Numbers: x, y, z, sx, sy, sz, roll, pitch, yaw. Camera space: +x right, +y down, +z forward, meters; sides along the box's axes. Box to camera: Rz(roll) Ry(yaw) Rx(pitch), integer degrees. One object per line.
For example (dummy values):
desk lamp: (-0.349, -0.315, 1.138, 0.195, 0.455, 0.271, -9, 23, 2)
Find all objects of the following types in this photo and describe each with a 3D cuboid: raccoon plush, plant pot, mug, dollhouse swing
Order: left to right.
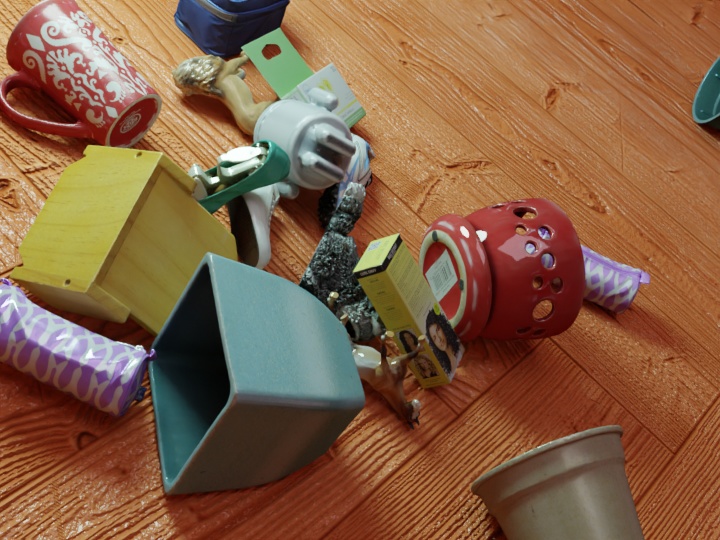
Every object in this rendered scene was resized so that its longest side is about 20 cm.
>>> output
mug: (-0.402, -0.259, 1.435, 0.200, 0.178, 0.133, 42, 8, 9)
dollhouse swing: (-0.286, -0.019, 1.260, 0.179, 0.176, 0.202, 9, 62, 29)
plant pot: (-0.111, 0.128, 1.155, 0.197, 0.197, 0.198, 10, 44, -32)
raccoon plush: (0.000, 0.000, 1.345, 0.133, 0.202, 0.097, 27, 10, -2)
plant pot: (0.192, 0.007, 1.421, 0.180, 0.202, 0.202, -10, 54, -25)
plant pot: (0.253, 0.310, 1.185, 0.198, 0.201, 0.186, -5, 64, -31)
plant pot: (0.844, -0.354, 2.123, 0.194, 0.201, 0.202, 28, 42, -13)

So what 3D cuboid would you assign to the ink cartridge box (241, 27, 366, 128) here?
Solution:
ink cartridge box: (-0.086, -0.302, 1.604, 0.201, 0.048, 0.146, 55, 32, -8)

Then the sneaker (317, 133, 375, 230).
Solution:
sneaker: (-0.017, -0.133, 1.535, 0.072, 0.072, 0.202, 27, 45, -14)

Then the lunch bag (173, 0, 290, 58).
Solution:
lunch bag: (-0.206, -0.467, 1.704, 0.136, 0.133, 0.199, 42, 45, 14)

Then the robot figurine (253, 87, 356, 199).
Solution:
robot figurine: (-0.086, -0.187, 1.478, 0.112, 0.171, 0.199, 28, 2, -37)

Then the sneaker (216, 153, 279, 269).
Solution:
sneaker: (-0.142, -0.087, 1.419, 0.084, 0.073, 0.202, 4, 51, -31)

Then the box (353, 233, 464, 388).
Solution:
box: (0.068, 0.056, 1.333, 0.201, 0.050, 0.076, 58, 37, -23)

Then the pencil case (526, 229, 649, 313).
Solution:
pencil case: (0.352, -0.008, 1.597, 0.198, 0.086, 0.084, 26, 41, -5)

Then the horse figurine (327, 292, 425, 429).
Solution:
horse figurine: (0.002, 0.108, 1.291, 0.198, 0.134, 0.050, 23, 44, 14)

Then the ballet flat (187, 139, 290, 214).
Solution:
ballet flat: (-0.192, -0.124, 1.357, 0.198, 0.071, 0.068, -25, 47, 3)

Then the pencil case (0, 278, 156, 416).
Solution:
pencil case: (-0.333, 0.090, 1.129, 0.198, 0.084, 0.087, 26, 77, -5)

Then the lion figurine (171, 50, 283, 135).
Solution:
lion figurine: (-0.193, -0.269, 1.569, 0.200, 0.073, 0.122, 42, 47, 10)
